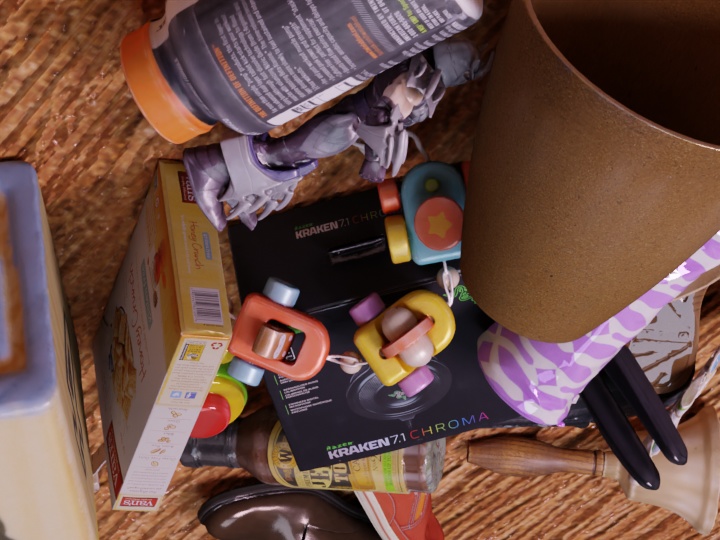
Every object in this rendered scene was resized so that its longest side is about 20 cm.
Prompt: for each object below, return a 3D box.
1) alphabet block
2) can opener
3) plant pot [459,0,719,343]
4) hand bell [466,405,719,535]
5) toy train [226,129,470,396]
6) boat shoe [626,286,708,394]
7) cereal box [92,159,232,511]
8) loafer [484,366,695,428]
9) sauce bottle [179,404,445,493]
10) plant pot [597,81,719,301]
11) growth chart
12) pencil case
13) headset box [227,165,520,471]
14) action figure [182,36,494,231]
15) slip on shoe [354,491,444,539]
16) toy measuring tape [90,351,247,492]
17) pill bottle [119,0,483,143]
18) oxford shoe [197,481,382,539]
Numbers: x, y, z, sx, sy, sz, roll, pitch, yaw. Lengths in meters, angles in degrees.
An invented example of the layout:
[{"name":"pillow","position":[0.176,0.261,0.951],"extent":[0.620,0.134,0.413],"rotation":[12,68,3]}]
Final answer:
[{"name":"alphabet block","position":[-0.278,0.075,1.289],"extent":[0.193,0.198,0.201],"rotation":[-7,143,-5]},{"name":"can opener","position":[0.168,0.066,1.406],"extent":[0.078,0.200,0.064],"rotation":[11,122,-41]},{"name":"plant pot","position":[0.140,-0.058,1.182],"extent":[0.185,0.187,0.201],"rotation":[7,131,-23]},{"name":"hand bell","position":[0.185,0.156,1.629],"extent":[0.198,0.105,0.105],"rotation":[3,142,-2]},{"name":"toy train","position":[0.000,0.000,1.276],"extent":[0.149,0.056,0.201],"rotation":[28,94,-2]},{"name":"boat shoe","position":[0.222,-0.013,1.424],"extent":[0.071,0.072,0.202],"rotation":[6,119,-2]},{"name":"cereal box","position":[-0.135,0.046,1.335],"extent":[0.039,0.145,0.201],"rotation":[4,139,-21]},{"name":"loafer","position":[0.160,0.094,1.539],"extent":[0.198,0.068,0.071],"rotation":[-9,135,-10]},{"name":"sauce bottle","position":[-0.038,0.132,1.504],"extent":[0.198,0.065,0.065],"rotation":[0,145,14]},{"name":"plant pot","position":[0.181,-0.057,1.323],"extent":[0.198,0.028,0.201],"rotation":[-5,130,-6]},{"name":"growth chart","position":[0.256,0.074,1.475],"extent":[0.201,0.018,0.145],"rotation":[-53,169,0]},{"name":"pencil case","position":[0.163,0.018,1.305],"extent":[0.085,0.084,0.200],"rotation":[36,115,-18]},{"name":"headset box","position":[0.013,0.032,1.399],"extent":[0.172,0.093,0.201],"rotation":[-14,142,1]},{"name":"action figure","position":[-0.005,-0.089,1.219],"extent":[0.199,0.130,0.070],"rotation":[-26,100,18]},{"name":"slip on shoe","position":[0.035,0.173,1.608],"extent":[0.061,0.075,0.201],"rotation":[-21,137,7]},{"name":"toy measuring tape","position":[-0.135,0.107,1.475],"extent":[0.073,0.074,0.200],"rotation":[14,136,-30]},{"name":"pill bottle","position":[-0.038,-0.146,1.146],"extent":[0.199,0.107,0.106],"rotation":[-26,141,17]},{"name":"oxford shoe","position":[-0.041,0.224,1.637],"extent":[0.199,0.085,0.073],"rotation":[17,136,-30]}]
